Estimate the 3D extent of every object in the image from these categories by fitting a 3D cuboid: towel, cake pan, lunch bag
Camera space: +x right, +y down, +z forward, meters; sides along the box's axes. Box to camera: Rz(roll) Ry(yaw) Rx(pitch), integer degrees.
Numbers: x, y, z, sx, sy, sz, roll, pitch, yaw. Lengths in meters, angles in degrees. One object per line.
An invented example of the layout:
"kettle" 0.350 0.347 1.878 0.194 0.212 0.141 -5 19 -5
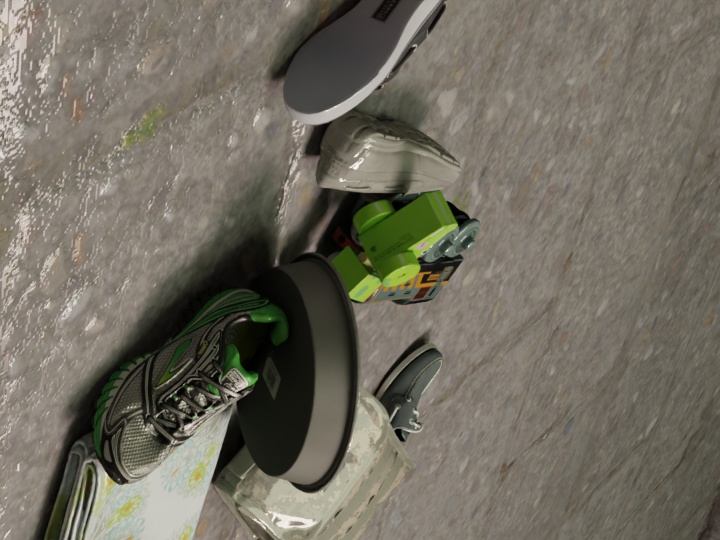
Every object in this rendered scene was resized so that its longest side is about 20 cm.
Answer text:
"towel" -0.191 0.196 1.457 0.199 0.048 0.173 -20 137 -56
"cake pan" -0.058 0.085 1.431 0.036 0.201 0.202 1 125 -26
"lunch bag" -0.049 0.189 1.652 0.165 0.117 0.200 -52 150 -13

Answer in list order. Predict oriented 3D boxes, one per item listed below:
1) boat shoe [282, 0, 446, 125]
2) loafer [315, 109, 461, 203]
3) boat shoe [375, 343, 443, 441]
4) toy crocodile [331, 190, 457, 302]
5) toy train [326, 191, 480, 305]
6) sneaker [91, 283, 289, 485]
"boat shoe" 0.010 -0.179 1.374 0.201 0.069 0.067 -55 157 -26
"loafer" 0.023 -0.093 1.507 0.199 0.070 0.070 9 117 -57
"boat shoe" 0.037 0.170 1.862 0.200 0.061 0.073 -51 156 -16
"toy crocodile" 0.000 0.000 1.495 0.199 0.068 0.062 -38 158 17
"toy train" 0.037 -0.019 1.610 0.114 0.085 0.199 -56 159 20
"sneaker" -0.136 0.088 1.362 0.200 0.085 0.078 -51 123 -24
